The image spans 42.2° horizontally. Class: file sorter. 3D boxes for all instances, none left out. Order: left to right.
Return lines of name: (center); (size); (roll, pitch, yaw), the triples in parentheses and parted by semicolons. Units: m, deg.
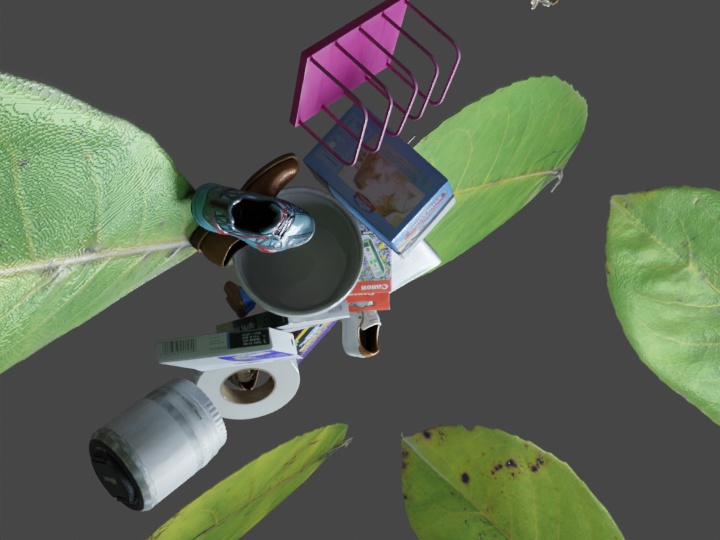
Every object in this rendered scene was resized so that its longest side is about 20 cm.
file sorter: (0.022, -0.257, 1.284); (0.200, 0.125, 0.139); (-39, 163, -29)

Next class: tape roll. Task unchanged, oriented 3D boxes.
tape roll: (-0.214, 0.206, 1.766); (0.201, 0.037, 0.204); (-8, 135, -8)

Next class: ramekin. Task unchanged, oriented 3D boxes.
ramekin: (-0.097, -0.020, 1.445); (0.200, 0.200, 0.105); (-44, 174, -11)

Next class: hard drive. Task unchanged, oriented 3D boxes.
hard drive: (0.041, -0.042, 1.666); (0.132, 0.025, 0.200); (-31, 135, 15)

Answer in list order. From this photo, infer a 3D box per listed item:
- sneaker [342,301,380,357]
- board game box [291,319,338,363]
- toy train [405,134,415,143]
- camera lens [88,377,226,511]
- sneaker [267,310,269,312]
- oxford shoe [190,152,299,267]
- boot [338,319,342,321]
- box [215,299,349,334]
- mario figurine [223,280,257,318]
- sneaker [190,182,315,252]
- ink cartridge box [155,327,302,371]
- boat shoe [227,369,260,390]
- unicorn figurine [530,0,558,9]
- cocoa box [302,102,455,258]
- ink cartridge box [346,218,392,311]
sneaker: (0.004, 0.062, 1.721); (0.073, 0.201, 0.084); (-17, -167, -36)
board game box: (-0.119, 0.121, 1.996); (0.200, 0.057, 0.165); (-48, 164, 5)
toy train: (0.062, -0.134, 1.692); (0.200, 0.085, 0.116); (-46, 120, -6)
camera lens: (-0.352, 0.301, 1.610); (0.200, 0.160, 0.160); (-36, 162, -36)
sneaker: (-0.110, 0.049, 1.807); (0.200, 0.072, 0.083); (-47, 164, 1)
oxford shoe: (-0.151, -0.085, 1.356); (0.200, 0.071, 0.071); (-48, 163, -5)
boot: (-0.067, 0.039, 1.762); (0.200, 0.073, 0.151); (-48, 124, -20)
box: (-0.138, 0.088, 1.630); (0.144, 0.037, 0.199); (-4, 170, -46)
mario figurine: (-0.147, -0.007, 1.606); (0.199, 0.106, 0.123); (-31, -163, -17)
sneaker: (-0.130, -0.063, 1.274); (0.199, 0.095, 0.080); (10, 93, -44)
ink cartridge box: (-0.216, 0.135, 1.578); (0.197, 0.044, 0.200); (-8, 168, 9)
boat shoe: (-0.224, 0.177, 1.817); (0.076, 0.072, 0.200); (-41, 164, -22)
unicorn figurine: (0.308, -0.513, 1.463); (0.200, 0.138, 0.074); (-39, -179, 31)
cocoa box: (0.031, -0.140, 1.464); (0.133, 0.200, 0.131); (-47, 165, -1)
ink cartridge box: (0.000, 0.000, 1.614); (0.050, 0.108, 0.201); (-96, -177, -58)
